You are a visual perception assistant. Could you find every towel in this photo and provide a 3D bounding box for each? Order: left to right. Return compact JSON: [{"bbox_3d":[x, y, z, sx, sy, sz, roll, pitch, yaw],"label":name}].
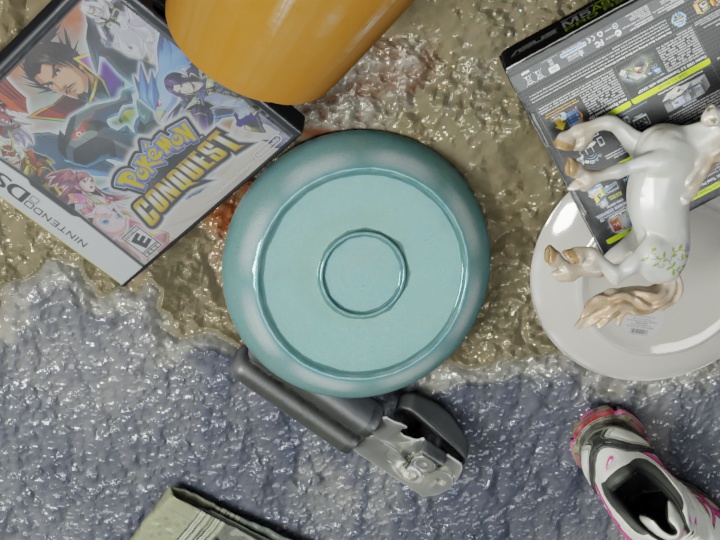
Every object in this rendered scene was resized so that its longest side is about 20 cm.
[{"bbox_3d":[-0.124,0.279,1.548,0.192,0.035,0.200,31,114,-18],"label":"towel"}]

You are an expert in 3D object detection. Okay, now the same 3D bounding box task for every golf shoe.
[{"bbox_3d":[0.237,0.198,1.506,0.072,0.092,0.200,-39,118,13],"label":"golf shoe"}]

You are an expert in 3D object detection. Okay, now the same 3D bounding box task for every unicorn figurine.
[{"bbox_3d":[0.202,-0.057,1.309,0.136,0.074,0.201,-2,127,-11],"label":"unicorn figurine"}]

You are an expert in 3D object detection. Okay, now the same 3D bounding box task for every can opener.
[{"bbox_3d":[-0.004,0.102,1.454,0.199,0.067,0.053,36,133,-13],"label":"can opener"}]

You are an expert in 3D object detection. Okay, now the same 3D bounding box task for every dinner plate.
[{"bbox_3d":[0.227,0.002,1.434,0.198,0.024,0.202,-2,120,-4],"label":"dinner plate"}]

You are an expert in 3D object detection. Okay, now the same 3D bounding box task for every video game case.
[{"bbox_3d":[-0.169,-0.096,1.303,0.180,0.026,0.200,38,124,-23],"label":"video game case"}]

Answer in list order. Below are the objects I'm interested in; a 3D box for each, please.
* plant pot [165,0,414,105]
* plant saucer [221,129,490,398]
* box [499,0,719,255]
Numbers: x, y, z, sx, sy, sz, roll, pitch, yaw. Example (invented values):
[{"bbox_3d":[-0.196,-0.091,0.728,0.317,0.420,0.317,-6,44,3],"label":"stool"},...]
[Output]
[{"bbox_3d":[-0.034,-0.212,1.200,0.199,0.201,0.184,18,131,-16],"label":"plant pot"},{"bbox_3d":[0.000,0.000,1.376,0.198,0.027,0.202,-3,105,-10],"label":"plant saucer"},{"bbox_3d":[0.220,-0.127,1.337,0.199,0.044,0.161,-28,111,9],"label":"box"}]
